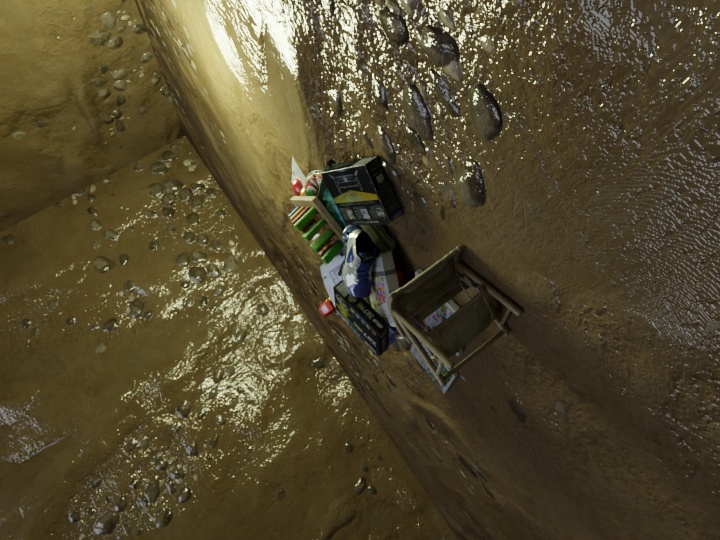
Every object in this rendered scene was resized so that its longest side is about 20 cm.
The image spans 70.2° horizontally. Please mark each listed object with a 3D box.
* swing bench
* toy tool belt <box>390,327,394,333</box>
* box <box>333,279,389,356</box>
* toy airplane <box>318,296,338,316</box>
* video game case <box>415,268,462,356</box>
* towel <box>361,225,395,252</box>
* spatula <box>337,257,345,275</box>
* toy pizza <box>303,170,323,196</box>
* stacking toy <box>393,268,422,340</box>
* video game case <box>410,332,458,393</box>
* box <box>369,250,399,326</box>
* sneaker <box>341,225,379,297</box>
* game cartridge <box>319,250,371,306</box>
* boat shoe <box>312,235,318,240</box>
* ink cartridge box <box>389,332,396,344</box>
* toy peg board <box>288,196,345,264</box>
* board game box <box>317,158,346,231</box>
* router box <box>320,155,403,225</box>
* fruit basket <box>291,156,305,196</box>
[{"bbox_3d":[0.188,0.090,1.069,0.201,0.198,0.130,50,163,23],"label":"swing bench"},{"bbox_3d":[0.091,0.150,1.602,0.125,0.123,0.200,53,165,-10],"label":"toy tool belt"},{"bbox_3d":[0.002,0.139,1.493,0.200,0.049,0.162,44,160,23],"label":"box"},{"bbox_3d":[-0.037,0.069,1.717,0.197,0.202,0.141,9,176,12],"label":"toy airplane"},{"bbox_3d":[0.211,0.114,1.367,0.182,0.024,0.201,47,160,33],"label":"video game case"},{"bbox_3d":[0.037,-0.090,1.479,0.149,0.036,0.200,55,162,8],"label":"towel"},{"bbox_3d":[-0.032,-0.041,1.514,0.021,0.056,0.200,62,148,21],"label":"spatula"},{"bbox_3d":[-0.102,-0.208,1.557,0.199,0.032,0.202,28,139,26],"label":"toy pizza"},{"bbox_3d":[0.120,0.093,1.476,0.085,0.084,0.203,-170,67,-69],"label":"stacking toy"},{"bbox_3d":[0.232,0.292,1.640,0.183,0.022,0.201,52,162,21],"label":"video game case"},{"bbox_3d":[0.063,0.050,1.432,0.156,0.041,0.203,179,77,-70],"label":"box"},{"bbox_3d":[0.000,-0.020,1.380,0.115,0.079,0.203,-153,57,-67],"label":"sneaker"},{"bbox_3d":[-0.046,0.052,1.614,0.041,0.132,0.202,-16,-103,-60],"label":"game cartridge"},{"bbox_3d":[-0.117,-0.124,1.845,0.069,0.072,0.200,32,164,-12],"label":"boat shoe"},{"bbox_3d":[0.076,0.193,1.739,0.200,0.119,0.042,36,153,52],"label":"ink cartridge box"},{"bbox_3d":[-0.143,-0.118,1.560,0.201,0.098,0.199,52,164,-24],"label":"toy peg board"},{"bbox_3d":[-0.059,-0.204,1.448,0.135,0.028,0.201,41,150,9],"label":"board game box"},{"bbox_3d":[0.001,-0.195,1.286,0.199,0.052,0.159,7,128,54],"label":"router box"},{"bbox_3d":[-0.176,-0.262,1.725,0.202,0.093,0.185,63,165,12],"label":"fruit basket"}]
